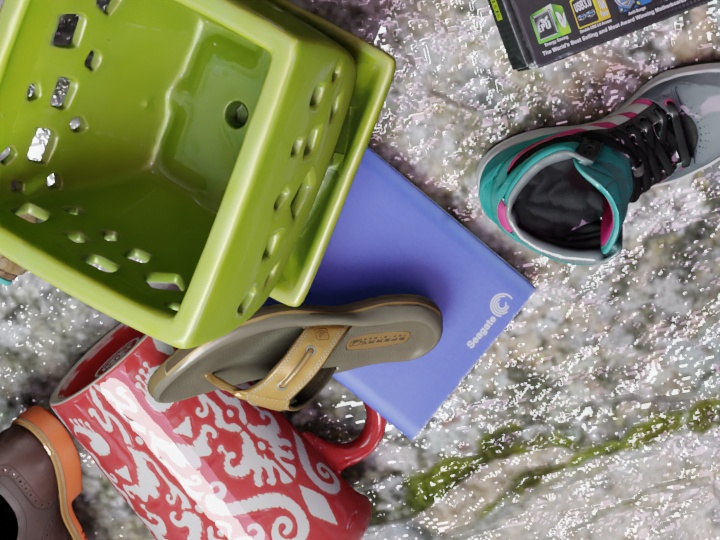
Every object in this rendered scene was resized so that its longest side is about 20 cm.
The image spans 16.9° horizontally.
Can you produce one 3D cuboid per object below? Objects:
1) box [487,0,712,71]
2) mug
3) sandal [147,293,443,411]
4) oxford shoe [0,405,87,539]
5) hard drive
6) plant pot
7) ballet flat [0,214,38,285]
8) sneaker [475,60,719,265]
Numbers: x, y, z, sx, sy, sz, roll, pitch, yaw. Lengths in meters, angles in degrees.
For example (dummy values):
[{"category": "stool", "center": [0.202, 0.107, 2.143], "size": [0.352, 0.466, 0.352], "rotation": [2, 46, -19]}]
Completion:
[{"category": "box", "center": [0.152, -0.242, 1.443], "size": [0.199, 0.048, 0.194], "rotation": [-20, 97, -8]}, {"category": "mug", "center": [-0.094, 0.114, 1.633], "size": [0.200, 0.178, 0.133], "rotation": [49, 142, -13]}, {"category": "sandal", "center": [-0.036, 0.060, 1.538], "size": [0.199, 0.054, 0.080], "rotation": [-7, 152, -20]}, {"category": "oxford shoe", "center": [-0.229, 0.182, 1.649], "size": [0.071, 0.072, 0.201], "rotation": [30, 140, 34]}, {"category": "hard drive", "center": [0.000, 0.000, 1.599], "size": [0.200, 0.025, 0.132], "rotation": [39, 93, -14]}, {"category": "plant pot", "center": [-0.104, -0.086, 1.467], "size": [0.198, 0.181, 0.201], "rotation": [28, 106, 24]}, {"category": "ballet flat", "center": [-0.298, -0.061, 1.580], "size": [0.199, 0.068, 0.073], "rotation": [25, 91, -10]}, {"category": "sneaker", "center": [0.168, -0.066, 1.531], "size": [0.199, 0.121, 0.084], "rotation": [-22, 111, 10]}]
